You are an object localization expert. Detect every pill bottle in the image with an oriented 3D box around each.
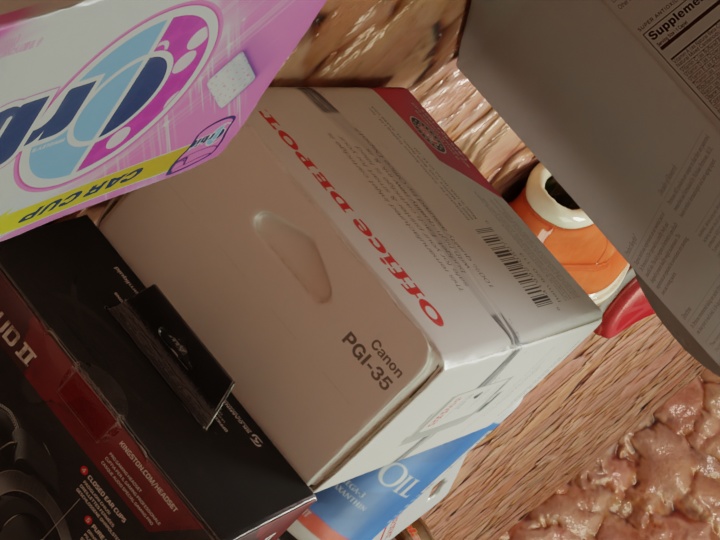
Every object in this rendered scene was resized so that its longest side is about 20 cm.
[{"bbox_3d":[0.025,0.066,1.430,0.200,0.112,0.112,-44,168,12],"label":"pill bottle"}]

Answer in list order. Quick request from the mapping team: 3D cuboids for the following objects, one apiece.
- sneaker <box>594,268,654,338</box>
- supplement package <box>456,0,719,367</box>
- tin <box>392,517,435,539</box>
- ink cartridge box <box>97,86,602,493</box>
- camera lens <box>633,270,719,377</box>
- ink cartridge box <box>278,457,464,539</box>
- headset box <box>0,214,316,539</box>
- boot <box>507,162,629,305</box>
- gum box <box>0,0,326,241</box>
[{"bbox_3d":[0.296,0.014,2.075,0.200,0.116,0.078,-43,168,10],"label":"sneaker"},{"bbox_3d":[0.167,-0.094,1.075,0.147,0.200,0.191,-38,169,-14],"label":"supplement package"},{"bbox_3d":[-0.008,0.279,2.107,0.042,0.112,0.200,-11,149,-48],"label":"tin"},{"bbox_3d":[0.000,0.000,1.022,0.083,0.147,0.200,-45,167,20],"label":"ink cartridge box"},{"bbox_3d":[0.337,-0.026,1.949,0.200,0.160,0.160,-37,168,-15],"label":"camera lens"},{"bbox_3d":[-0.033,0.162,1.555,0.200,0.067,0.116,-36,167,-18],"label":"ink cartridge box"},{"bbox_3d":[-0.125,0.089,0.949,0.200,0.149,0.077,-47,167,26],"label":"headset box"},{"bbox_3d":[0.137,-0.030,1.538,0.107,0.075,0.200,-53,163,29],"label":"boot"},{"bbox_3d":[-0.095,-0.066,0.678,0.200,0.066,0.114,-26,160,-50],"label":"gum box"}]
